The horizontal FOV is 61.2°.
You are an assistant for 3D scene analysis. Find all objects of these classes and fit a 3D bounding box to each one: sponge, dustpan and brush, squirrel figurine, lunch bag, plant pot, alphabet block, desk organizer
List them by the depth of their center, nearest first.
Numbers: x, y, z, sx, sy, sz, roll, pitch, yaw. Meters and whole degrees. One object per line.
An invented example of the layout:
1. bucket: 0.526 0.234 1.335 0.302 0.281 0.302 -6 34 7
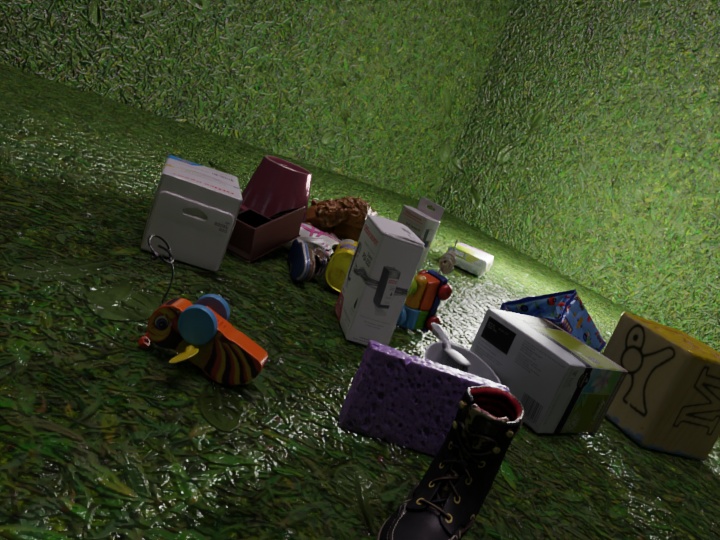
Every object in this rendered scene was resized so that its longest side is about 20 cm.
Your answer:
1. sponge: 0.083 0.172 0.771 0.197 0.113 0.030 20 11 -12
2. dustpan and brush: 0.159 0.150 1.082 0.137 0.058 0.200 11 12 -17
3. alphabet block: 0.607 0.228 1.219 0.194 0.203 0.195 16 15 -24
4. lunch bag: 0.395 0.134 1.310 0.199 0.094 0.151 -9 -58 53
5. desk organizer: -0.202 -0.094 1.310 0.071 0.078 0.200 26 29 17
6. plant pot: -0.208 -0.178 1.516 0.197 0.181 0.200 22 14 -5
7. squirrel figurine: -0.064 -0.139 1.609 0.184 0.143 0.201 18 -21 13

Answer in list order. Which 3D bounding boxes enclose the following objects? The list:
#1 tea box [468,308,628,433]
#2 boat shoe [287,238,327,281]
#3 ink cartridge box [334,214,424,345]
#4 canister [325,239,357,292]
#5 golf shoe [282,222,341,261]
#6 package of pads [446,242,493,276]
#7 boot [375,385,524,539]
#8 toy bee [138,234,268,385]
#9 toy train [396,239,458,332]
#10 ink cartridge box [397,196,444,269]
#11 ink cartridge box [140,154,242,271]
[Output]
1. tea box: 0.328 0.180 1.096 0.194 0.136 0.200 11 18 -38
2. boat shoe: -0.108 -0.021 1.301 0.071 0.073 0.200 20 14 -16
3. ink cartridge box: 0.030 0.017 1.093 0.084 0.203 0.146 17 13 -17
4. canister: 0.000 0.000 1.357 0.147 0.088 0.200 27 11 -4
5. golf shoe: -0.107 -0.064 1.465 0.198 0.074 0.092 10 17 -41
6. package of pads: 0.400 -0.041 2.223 0.153 0.069 0.200 25 14 17
7. boot: 0.092 0.200 0.591 0.073 0.153 0.199 28 14 27
8. toy bee: -0.212 0.072 0.752 0.201 0.108 0.131 53 14 15
9. toy train: 0.123 0.026 1.226 0.115 0.203 0.084 2 23 -44
10. ink cartridge box: 0.164 -0.120 1.849 0.067 0.203 0.117 9 18 -43
11. ink cartridge box: -0.317 -0.113 1.151 0.145 0.147 0.200 17 14 -18
